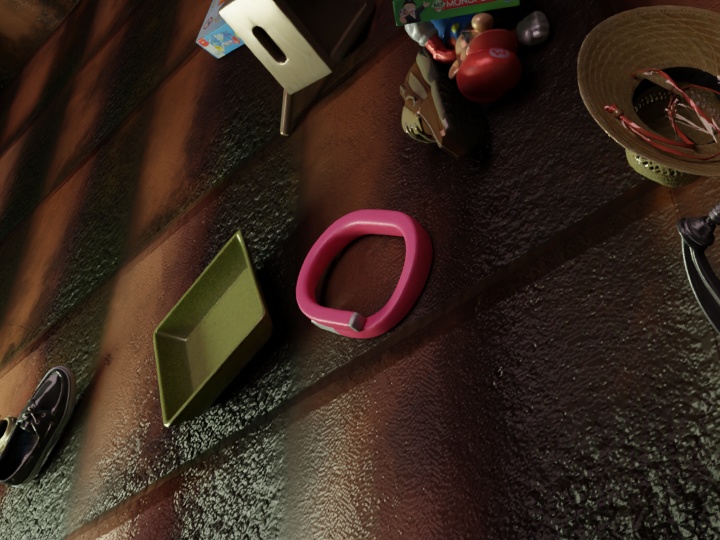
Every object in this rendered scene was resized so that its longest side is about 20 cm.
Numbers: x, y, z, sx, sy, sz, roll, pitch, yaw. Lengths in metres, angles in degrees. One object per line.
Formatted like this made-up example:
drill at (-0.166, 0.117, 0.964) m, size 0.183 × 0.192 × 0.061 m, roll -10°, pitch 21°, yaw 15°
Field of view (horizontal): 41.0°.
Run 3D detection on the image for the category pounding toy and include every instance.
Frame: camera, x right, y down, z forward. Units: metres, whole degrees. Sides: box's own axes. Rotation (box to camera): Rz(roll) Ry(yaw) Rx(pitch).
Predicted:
pounding toy at (-0.092, -0.340, 1.372) m, size 0.141 × 0.200 × 0.185 m, roll -15°, pitch 36°, yaw 46°

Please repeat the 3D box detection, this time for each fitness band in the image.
fitness band at (0.000, 0.000, 1.066) m, size 0.199 × 0.037 × 0.145 m, roll 8°, pitch 70°, yaw 54°

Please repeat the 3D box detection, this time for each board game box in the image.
board game box at (0.106, -0.327, 1.092) m, size 0.132 × 0.030 × 0.201 m, roll -9°, pitch 27°, yaw 8°
board game box at (-0.197, -0.508, 1.748) m, size 0.194 × 0.056 × 0.203 m, roll -12°, pitch 53°, yaw 49°

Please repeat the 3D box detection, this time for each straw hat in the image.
straw hat at (0.254, -0.117, 0.769) m, size 0.086 × 0.197 × 0.203 m, roll 93°, pitch 178°, yaw -50°

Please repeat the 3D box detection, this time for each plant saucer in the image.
plant saucer at (-0.184, 0.079, 1.237) m, size 0.200 × 0.048 × 0.201 m, roll -48°, pitch 33°, yaw 15°

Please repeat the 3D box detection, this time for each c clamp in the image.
c clamp at (0.287, -0.045, 0.636) m, size 0.172 × 0.027 × 0.201 m, roll 51°, pitch 127°, yaw 18°

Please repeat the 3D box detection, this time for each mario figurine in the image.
mario figurine at (0.127, -0.271, 1.062) m, size 0.123 × 0.106 × 0.201 m, roll -43°, pitch 33°, yaw 18°

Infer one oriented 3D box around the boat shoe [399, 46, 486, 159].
boat shoe at (0.085, -0.176, 1.076) m, size 0.074 × 0.075 × 0.201 m, roll -47°, pitch 25°, yaw 24°

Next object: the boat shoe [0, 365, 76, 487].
boat shoe at (-0.507, 0.245, 1.505) m, size 0.068 × 0.057 × 0.203 m, roll 22°, pitch 85°, yaw 16°

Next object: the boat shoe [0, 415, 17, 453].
boat shoe at (-0.598, 0.275, 1.618) m, size 0.198 × 0.062 × 0.074 m, roll -14°, pitch 53°, yaw 49°
